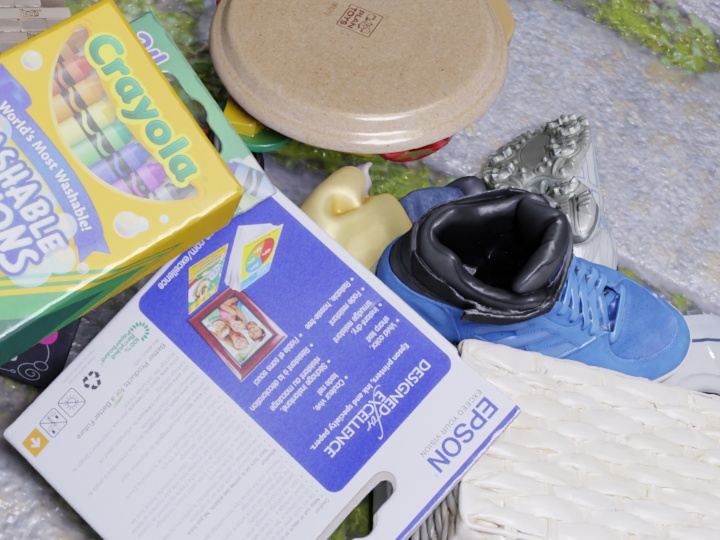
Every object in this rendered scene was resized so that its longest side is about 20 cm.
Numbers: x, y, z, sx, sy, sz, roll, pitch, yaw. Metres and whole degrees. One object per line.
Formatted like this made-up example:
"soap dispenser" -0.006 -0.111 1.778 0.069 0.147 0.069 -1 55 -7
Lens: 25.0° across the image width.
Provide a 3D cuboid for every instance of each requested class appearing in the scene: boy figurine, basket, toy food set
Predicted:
"boy figurine" 0.000 0.000 0.974 0.199 0.064 0.125 -17 88 -38
"basket" 0.117 0.136 0.896 0.198 0.124 0.136 13 50 -12
"toy food set" -0.003 -0.143 1.036 0.196 0.049 0.201 11 50 3

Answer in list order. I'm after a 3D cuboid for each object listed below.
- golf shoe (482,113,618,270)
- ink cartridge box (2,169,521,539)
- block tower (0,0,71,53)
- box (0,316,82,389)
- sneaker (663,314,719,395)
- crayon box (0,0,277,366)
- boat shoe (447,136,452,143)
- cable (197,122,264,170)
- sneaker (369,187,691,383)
"golf shoe" 0.132 -0.031 1.072 0.098 0.078 0.201 62 18 -24
"ink cartridge box" -0.052 0.083 0.852 0.200 0.047 0.198 42 83 15
"block tower" -0.213 -0.149 1.029 0.054 0.058 0.201 -4 55 -25
"box" -0.236 -0.042 0.899 0.198 0.115 0.133 20 48 -8
"sneaker" 0.158 0.071 0.997 0.198 0.073 0.071 -6 60 -23
"crayon box" -0.150 -0.049 0.815 0.199 0.052 0.126 -33 83 -23
"boat shoe" 0.014 -0.178 1.137 0.071 0.065 0.201 -21 64 -33
"cable" -0.085 -0.020 1.004 0.097 0.050 0.201 -14 72 -41
"sneaker" 0.110 0.013 0.904 0.198 0.111 0.077 15 65 -11
